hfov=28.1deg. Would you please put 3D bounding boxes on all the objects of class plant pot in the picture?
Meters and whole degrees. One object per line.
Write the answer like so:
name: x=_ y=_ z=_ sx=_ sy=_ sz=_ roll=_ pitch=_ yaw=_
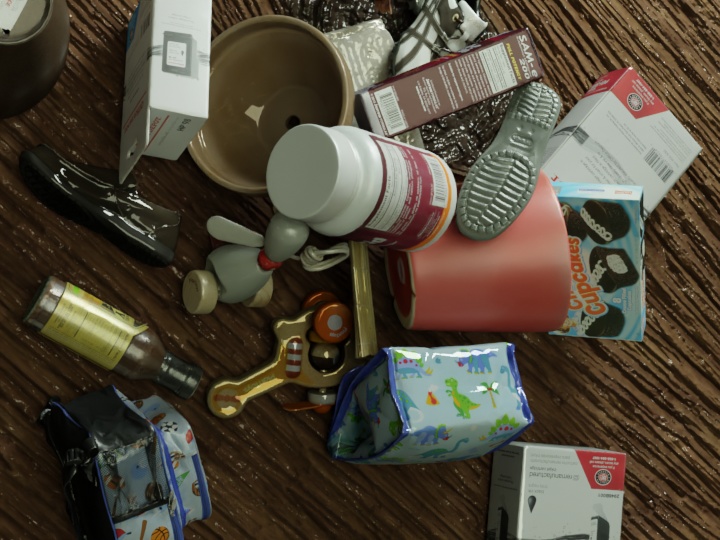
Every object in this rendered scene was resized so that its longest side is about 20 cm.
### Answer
plant pot: x=0.127 y=-0.014 z=1.659 sx=0.176 sy=0.200 sz=0.201 roll=-9 pitch=91 yaw=-10
plant pot: x=-0.374 y=-0.257 z=1.460 sx=0.186 sy=0.200 sz=0.188 roll=1 pitch=88 yaw=-20
plant pot: x=-0.091 y=-0.175 z=1.602 sx=0.200 sy=0.093 sz=0.202 roll=-3 pitch=81 yaw=20

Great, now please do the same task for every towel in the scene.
towel: x=-0.004 y=-0.186 z=1.689 sx=0.132 sy=0.034 sz=0.201 roll=-17 pitch=96 yaw=-19

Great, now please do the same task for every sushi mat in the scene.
sushi mat: x=0.000 y=0.000 z=1.614 sx=0.012 sy=0.096 sz=0.201 roll=-7 pitch=83 yaw=12

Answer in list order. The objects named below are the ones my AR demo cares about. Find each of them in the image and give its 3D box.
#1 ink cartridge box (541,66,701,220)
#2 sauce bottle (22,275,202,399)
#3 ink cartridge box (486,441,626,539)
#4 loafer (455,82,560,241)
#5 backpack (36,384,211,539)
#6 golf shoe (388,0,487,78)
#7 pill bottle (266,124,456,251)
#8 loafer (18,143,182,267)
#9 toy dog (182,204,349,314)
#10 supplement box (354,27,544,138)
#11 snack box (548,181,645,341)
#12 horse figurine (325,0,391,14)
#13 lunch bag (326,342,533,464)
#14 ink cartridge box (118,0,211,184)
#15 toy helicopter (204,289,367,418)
ink cartridge box: x=0.299 y=-0.126 z=1.774 sx=0.147 sy=0.083 sz=0.200 roll=46 pitch=74 yaw=-14
sauce bottle: x=-0.266 y=0.078 z=1.565 sx=0.200 sy=0.065 sz=0.065 roll=32 pitch=78 yaw=-19
ink cartridge box: x=0.232 y=0.312 z=1.734 sx=0.144 sy=0.084 sz=0.201 roll=7 pitch=86 yaw=-21
loafer: x=0.164 y=-0.111 z=1.585 sx=0.075 sy=0.070 sz=0.200 roll=27 pitch=69 yaw=8
backpack: x=-0.245 y=0.228 z=1.512 sx=0.153 sy=0.200 sz=0.191 roll=-9 pitch=104 yaw=-19
golf shoe: x=0.095 y=-0.267 z=1.676 sx=0.078 sy=0.094 sz=0.201 roll=27 pitch=69 yaw=-45
pill bottle: x=0.002 y=-0.086 z=1.498 sx=0.200 sy=0.114 sz=0.115 roll=11 pitch=83 yaw=-52
loafer: x=-0.279 y=-0.081 z=1.567 sx=0.200 sy=0.073 sz=0.072 roll=36 pitch=67 yaw=-21
toy dog: x=-0.121 y=-0.028 z=1.573 sx=0.132 sy=0.200 sz=0.097 roll=9 pitch=57 yaw=-53
supplement box: x=0.093 y=-0.205 z=1.600 sx=0.199 sy=0.109 sz=0.061 roll=-22 pitch=99 yaw=-5
snack box: x=0.277 y=-0.009 z=1.707 sx=0.037 sy=0.116 sz=0.201 roll=-62 pitch=149 yaw=-51
horse figurine: x=-0.043 y=-0.335 z=1.625 sx=0.199 sy=0.132 sz=0.050 roll=7 pitch=86 yaw=-21
lunch bag: x=0.071 y=0.162 z=1.621 sx=0.169 sy=0.200 sz=0.128 roll=-1 pitch=63 yaw=-24
ink cartridge box: x=-0.208 y=-0.197 z=1.539 sx=0.066 sy=0.116 sz=0.201 roll=8 pitch=68 yaw=-22
toy helicopter: x=-0.080 y=0.118 z=1.640 sx=0.199 sy=0.079 sz=0.133 roll=-26 pitch=106 yaw=-9
